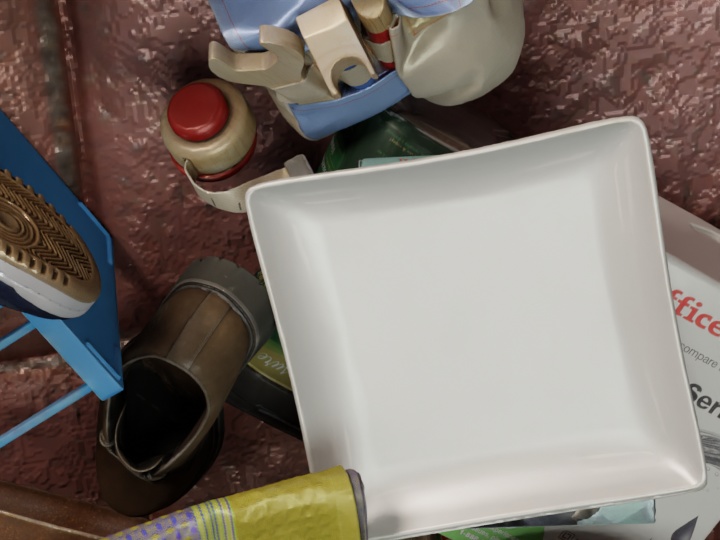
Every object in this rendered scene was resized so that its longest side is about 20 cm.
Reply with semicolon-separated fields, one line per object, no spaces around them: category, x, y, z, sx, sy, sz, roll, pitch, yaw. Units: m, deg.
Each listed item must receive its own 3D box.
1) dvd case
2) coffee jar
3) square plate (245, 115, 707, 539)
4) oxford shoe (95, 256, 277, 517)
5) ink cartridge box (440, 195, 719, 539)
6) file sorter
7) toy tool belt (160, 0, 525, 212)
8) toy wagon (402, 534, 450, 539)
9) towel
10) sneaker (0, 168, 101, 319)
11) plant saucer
dvd case;0.076;0.038;1.174;0.145;0.022;0.201;-1;109;5
coffee jar;0.000;0.000;1.225;0.104;0.085;0.200;27;112;-16
square plate;0.059;0.031;1.146;0.197;0.028;0.201;-10;110;8
oxford shoe;-0.110;0.077;1.191;0.072;0.085;0.200;31;141;5
ink cartridge box;0.141;0.071;1.252;0.145;0.084;0.200;27;111;-21
file sorter;-0.225;-0.016;1.140;0.122;0.139;0.200;-31;122;11
toy tool belt;-0.021;-0.126;1.115;0.199;0.125;0.123;-28;150;2
toy wagon;0.045;0.128;1.341;0.199;0.040;0.156;-13;122;-4
towel;-0.084;0.177;1.155;0.199;0.023;0.144;-15;129;-17
sneaker;-0.221;-0.009;1.020;0.199;0.070;0.109;30;112;-15
plant saucer;-0.161;0.142;1.215;0.199;0.200;0.037;16;87;-20
